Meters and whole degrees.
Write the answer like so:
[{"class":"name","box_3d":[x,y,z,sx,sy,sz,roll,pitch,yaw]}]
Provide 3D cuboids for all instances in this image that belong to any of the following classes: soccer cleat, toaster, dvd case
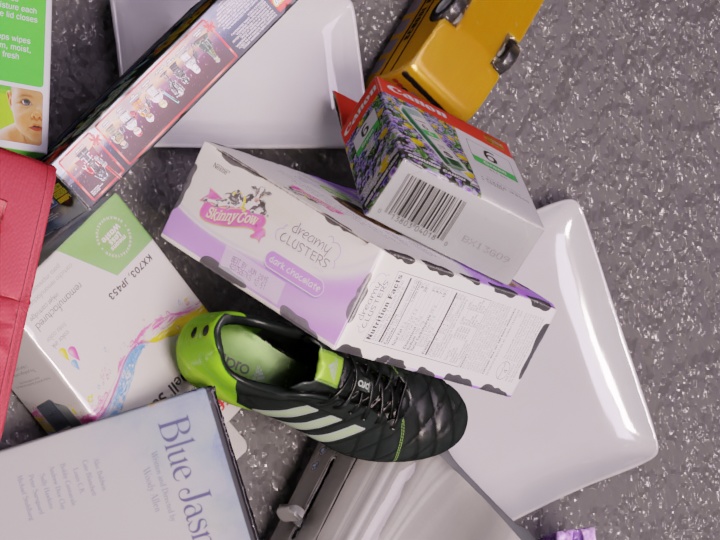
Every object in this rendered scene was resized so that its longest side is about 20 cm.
[{"class":"soccer cleat","box_3d":[-0.018,0.072,1.644,0.199,0.081,0.068,18,74,-19]},{"class":"toaster","box_3d":[0.029,0.197,1.744,0.200,0.113,0.129,47,60,-22]},{"class":"dvd case","box_3d":[-0.162,0.166,1.598,0.199,0.018,0.143,-17,87,-6]}]

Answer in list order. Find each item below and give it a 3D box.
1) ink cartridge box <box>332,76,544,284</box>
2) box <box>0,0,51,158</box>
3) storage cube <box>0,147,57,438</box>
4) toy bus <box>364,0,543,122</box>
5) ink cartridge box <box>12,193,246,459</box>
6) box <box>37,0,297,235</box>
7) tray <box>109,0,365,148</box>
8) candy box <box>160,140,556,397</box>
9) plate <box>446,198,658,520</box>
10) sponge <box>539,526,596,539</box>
[{"class":"ink cartridge box","box_3d":[0.047,-0.074,1.740,0.109,0.050,0.200,26,21,-19]},{"class":"box","box_3d":[-0.293,-0.159,1.592,0.199,0.097,0.177,9,77,-34]},{"class":"storage cube","box_3d":[-0.298,0.008,1.489,0.179,0.200,0.172,19,69,-26]},{"class":"toy bus","box_3d":[0.083,-0.190,1.888,0.065,0.078,0.200,42,58,-21]},{"class":"ink cartridge box","box_3d":[-0.144,0.067,1.669,0.200,0.067,0.117,53,55,-15]},{"class":"box","box_3d":[-0.136,-0.104,1.647,0.040,0.137,0.200,47,66,-10]},{"class":"tray","box_3d":[-0.083,-0.133,1.787,0.199,0.022,0.108,-2,82,-37]},{"class":"candy box","box_3d":[0.000,0.000,1.692,0.200,0.168,0.072,17,102,-52]},{"class":"plate","box_3d":[0.108,0.068,1.879,0.199,0.032,0.201,-20,92,-37]},{"class":"sponge","box_3d":[0.149,0.279,1.816,0.030,0.112,0.201,-4,80,-5]}]
